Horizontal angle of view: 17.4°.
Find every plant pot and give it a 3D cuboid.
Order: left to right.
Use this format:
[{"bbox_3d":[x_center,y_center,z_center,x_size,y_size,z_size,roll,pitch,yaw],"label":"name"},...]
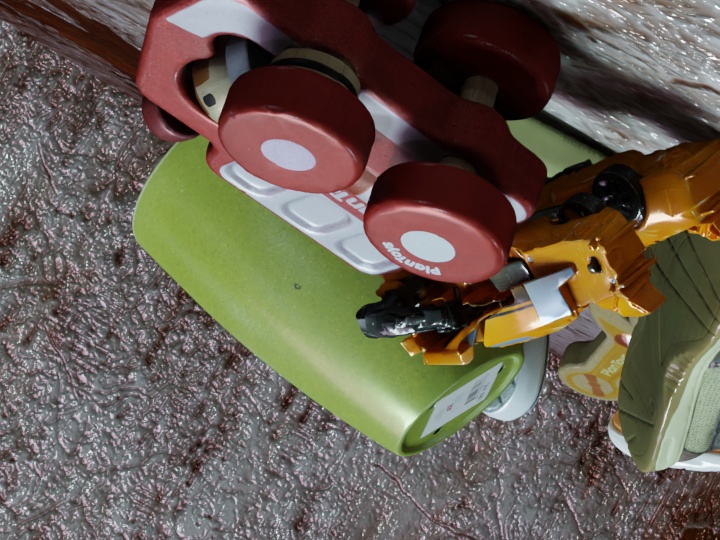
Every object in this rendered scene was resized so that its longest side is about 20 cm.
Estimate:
[{"bbox_3d":[0.000,0.000,1.355,0.200,0.187,0.187,51,-175,18],"label":"plant pot"}]

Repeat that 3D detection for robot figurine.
[{"bbox_3d":[0.085,-0.004,1.127,0.199,0.145,0.058,-19,104,54],"label":"robot figurine"}]

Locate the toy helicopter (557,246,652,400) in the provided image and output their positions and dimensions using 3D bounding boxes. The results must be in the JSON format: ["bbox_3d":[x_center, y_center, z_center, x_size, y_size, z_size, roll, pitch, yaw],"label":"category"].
[{"bbox_3d":[0.148,0.033,1.325,0.131,0.079,0.200,19,158,-6],"label":"toy helicopter"}]

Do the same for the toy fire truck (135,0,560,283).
[{"bbox_3d":[-0.017,-0.067,1.057,0.199,0.113,0.167,32,150,-28],"label":"toy fire truck"}]

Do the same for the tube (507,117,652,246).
[{"bbox_3d":[0.141,-0.038,1.320,0.199,0.052,0.058,24,-151,-7],"label":"tube"}]

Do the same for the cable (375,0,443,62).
[{"bbox_3d":[-0.010,-0.116,1.200,0.199,0.070,0.200,29,177,2],"label":"cable"}]

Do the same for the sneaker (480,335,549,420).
[{"bbox_3d":[0.101,0.004,1.430,0.070,0.201,0.073,22,141,-30],"label":"sneaker"}]

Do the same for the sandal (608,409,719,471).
[{"bbox_3d":[0.241,0.083,1.335,0.205,0.060,0.079,5,-154,17],"label":"sandal"}]

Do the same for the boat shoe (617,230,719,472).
[{"bbox_3d":[0.181,0.024,1.175,0.065,0.202,0.072,-8,-130,-19],"label":"boat shoe"}]
